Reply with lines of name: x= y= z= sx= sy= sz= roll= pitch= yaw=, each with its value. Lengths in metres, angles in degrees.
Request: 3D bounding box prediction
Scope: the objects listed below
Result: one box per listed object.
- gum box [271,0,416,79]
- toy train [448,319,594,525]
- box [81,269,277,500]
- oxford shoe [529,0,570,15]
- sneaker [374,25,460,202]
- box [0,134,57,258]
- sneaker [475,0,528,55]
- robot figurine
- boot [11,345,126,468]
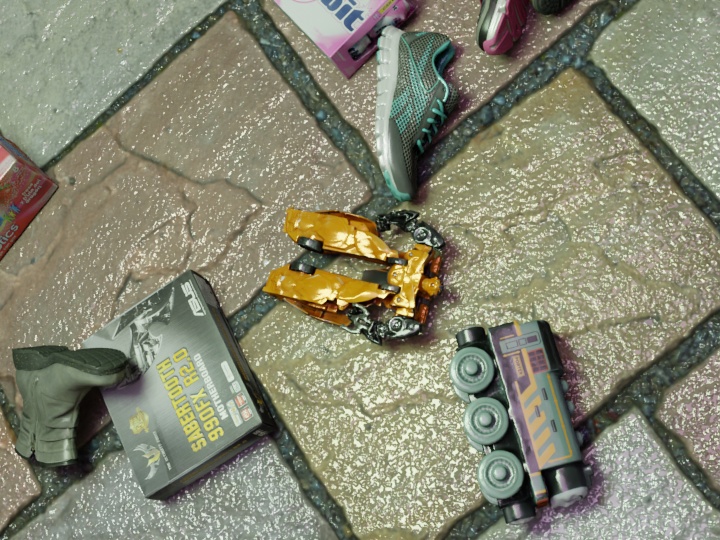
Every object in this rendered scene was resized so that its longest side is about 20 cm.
gum box: x=-0.039 y=-0.327 z=1.382 sx=0.113 sy=0.066 sz=0.200 roll=-44 pitch=67 yaw=5
toy train: x=0.157 y=0.144 z=1.183 sx=0.112 sy=0.085 sz=0.203 roll=-16 pitch=71 yaw=4
box: x=-0.203 y=0.126 z=1.325 sx=0.157 sy=0.048 sz=0.202 roll=-31 pitch=68 yaw=8
oxford shoe: x=0.227 y=-0.372 z=1.312 sx=0.084 sy=0.072 sz=0.202 roll=21 pitch=81 yaw=39
sneaker: x=0.064 y=-0.176 z=1.305 sx=0.090 sy=0.078 sz=0.204 roll=-2 pitch=76 yaw=14
box: x=-0.479 y=-0.068 z=1.448 sx=0.102 sy=0.095 sz=0.201 roll=40 pitch=90 yaw=24
sneaker: x=0.141 y=-0.328 z=1.320 sx=0.086 sy=0.074 sz=0.203 roll=4 pitch=72 yaw=19
robot figurine: x=0.000 y=0.000 z=1.285 sx=0.197 sy=0.058 sz=0.147 roll=13 pitch=80 yaw=22
boot: x=-0.318 y=0.152 z=1.318 sx=0.198 sy=0.067 sz=0.133 roll=-1 pitch=92 yaw=46
